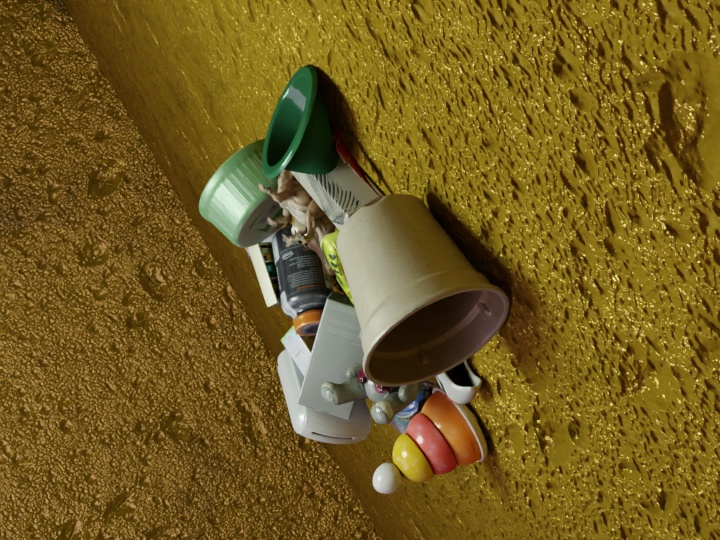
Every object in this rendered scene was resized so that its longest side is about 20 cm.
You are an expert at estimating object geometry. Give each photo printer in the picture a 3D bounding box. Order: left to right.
[{"bbox_3d":[-0.070,0.251,1.759,0.070,0.164,0.202,-56,36,32],"label":"photo printer"}]

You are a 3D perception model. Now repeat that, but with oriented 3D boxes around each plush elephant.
[{"bbox_3d":[0.048,0.143,1.497,0.163,0.197,0.158,16,115,51],"label":"plush elephant"}]

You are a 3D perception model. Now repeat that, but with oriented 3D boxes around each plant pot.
[{"bbox_3d":[0.060,0.013,1.134,0.202,0.197,0.185,83,163,-58],"label":"plant pot"}]

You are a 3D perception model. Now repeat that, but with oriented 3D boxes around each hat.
[{"bbox_3d":[-0.037,-0.179,1.328,0.173,0.204,0.165,20,153,-24],"label":"hat"}]

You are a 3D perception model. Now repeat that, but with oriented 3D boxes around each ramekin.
[{"bbox_3d":[-0.193,-0.137,1.659,0.098,0.199,0.201,46,163,14],"label":"ramekin"}]

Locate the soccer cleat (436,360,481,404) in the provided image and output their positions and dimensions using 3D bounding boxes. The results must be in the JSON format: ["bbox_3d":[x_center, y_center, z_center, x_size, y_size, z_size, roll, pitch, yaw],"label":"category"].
[{"bbox_3d":[0.114,0.115,1.372,0.201,0.068,0.085,54,156,10],"label":"soccer cleat"}]

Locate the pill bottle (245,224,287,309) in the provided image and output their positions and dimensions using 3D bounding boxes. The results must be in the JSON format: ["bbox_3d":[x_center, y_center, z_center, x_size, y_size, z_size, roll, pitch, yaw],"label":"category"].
[{"bbox_3d":[-0.180,-0.010,2.028,0.203,0.110,0.111,64,165,-21],"label":"pill bottle"}]

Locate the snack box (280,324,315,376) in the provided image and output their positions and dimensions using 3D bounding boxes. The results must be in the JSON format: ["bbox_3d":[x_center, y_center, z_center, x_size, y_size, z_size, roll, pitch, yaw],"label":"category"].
[{"bbox_3d":[-0.046,0.162,1.773,0.053,0.198,0.143,-46,69,32],"label":"snack box"}]

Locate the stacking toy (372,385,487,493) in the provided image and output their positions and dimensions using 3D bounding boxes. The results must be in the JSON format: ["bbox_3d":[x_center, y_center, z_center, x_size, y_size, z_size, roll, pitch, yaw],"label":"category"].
[{"bbox_3d":[0.102,0.304,1.505,0.147,0.198,0.147,52,164,22],"label":"stacking toy"}]

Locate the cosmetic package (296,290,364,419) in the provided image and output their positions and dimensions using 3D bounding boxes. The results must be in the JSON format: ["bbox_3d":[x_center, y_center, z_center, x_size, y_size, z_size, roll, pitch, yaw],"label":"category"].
[{"bbox_3d":[-0.037,0.154,1.613,0.105,0.204,0.090,19,-171,1],"label":"cosmetic package"}]

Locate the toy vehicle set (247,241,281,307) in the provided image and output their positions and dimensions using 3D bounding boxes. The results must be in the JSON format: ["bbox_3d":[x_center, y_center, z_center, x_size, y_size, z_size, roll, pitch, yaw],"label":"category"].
[{"bbox_3d":[-0.143,0.006,1.805,0.199,0.026,0.126,-4,-108,-62],"label":"toy vehicle set"}]

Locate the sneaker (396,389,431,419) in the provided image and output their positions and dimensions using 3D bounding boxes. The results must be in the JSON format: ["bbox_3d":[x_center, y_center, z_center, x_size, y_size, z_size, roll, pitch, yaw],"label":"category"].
[{"bbox_3d":[0.067,0.208,1.682,0.090,0.078,0.200,63,166,-26],"label":"sneaker"}]

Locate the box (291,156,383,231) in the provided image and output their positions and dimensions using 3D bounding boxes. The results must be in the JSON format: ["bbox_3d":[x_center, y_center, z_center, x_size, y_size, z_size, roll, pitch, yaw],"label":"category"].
[{"bbox_3d":[-0.041,-0.137,1.376,0.200,0.068,0.083,50,163,33],"label":"box"}]

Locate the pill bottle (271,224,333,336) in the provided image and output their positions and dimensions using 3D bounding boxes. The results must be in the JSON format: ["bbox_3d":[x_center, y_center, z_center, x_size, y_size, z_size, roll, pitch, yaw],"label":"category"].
[{"bbox_3d":[-0.107,0.021,1.713,0.107,0.104,0.204,91,168,-65],"label":"pill bottle"}]

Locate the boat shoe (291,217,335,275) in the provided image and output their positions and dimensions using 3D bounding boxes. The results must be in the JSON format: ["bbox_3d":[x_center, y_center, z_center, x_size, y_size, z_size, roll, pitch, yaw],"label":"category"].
[{"bbox_3d":[-0.085,-0.069,1.574,0.076,0.071,0.202,77,172,-54],"label":"boat shoe"}]

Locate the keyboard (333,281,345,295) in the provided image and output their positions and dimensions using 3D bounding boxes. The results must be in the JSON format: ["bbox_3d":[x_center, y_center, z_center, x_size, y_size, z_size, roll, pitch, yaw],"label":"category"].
[{"bbox_3d":[0.004,0.030,1.660,0.103,0.040,0.200,34,162,4],"label":"keyboard"}]

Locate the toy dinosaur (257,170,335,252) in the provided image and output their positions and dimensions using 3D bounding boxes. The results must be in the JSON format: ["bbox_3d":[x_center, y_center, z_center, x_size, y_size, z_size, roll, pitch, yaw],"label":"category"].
[{"bbox_3d":[-0.086,-0.117,1.487,0.201,0.135,0.086,49,155,7],"label":"toy dinosaur"}]

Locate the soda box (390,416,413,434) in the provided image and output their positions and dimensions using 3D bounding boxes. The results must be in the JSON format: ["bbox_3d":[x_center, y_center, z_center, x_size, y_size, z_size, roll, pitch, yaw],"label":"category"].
[{"bbox_3d":[0.097,0.288,1.769,0.200,0.063,0.069,37,155,55],"label":"soda box"}]

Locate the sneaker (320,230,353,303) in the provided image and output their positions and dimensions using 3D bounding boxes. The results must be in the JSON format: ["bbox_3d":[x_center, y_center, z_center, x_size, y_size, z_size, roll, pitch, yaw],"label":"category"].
[{"bbox_3d":[0.000,0.000,1.487,0.074,0.083,0.201,53,173,37],"label":"sneaker"}]
